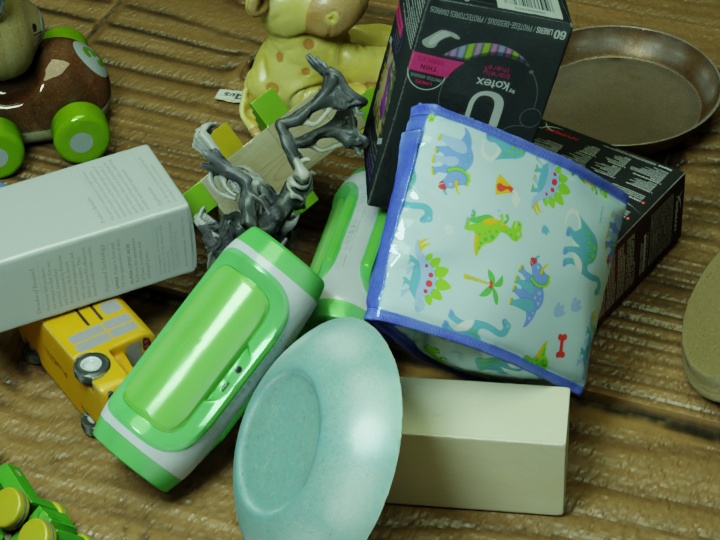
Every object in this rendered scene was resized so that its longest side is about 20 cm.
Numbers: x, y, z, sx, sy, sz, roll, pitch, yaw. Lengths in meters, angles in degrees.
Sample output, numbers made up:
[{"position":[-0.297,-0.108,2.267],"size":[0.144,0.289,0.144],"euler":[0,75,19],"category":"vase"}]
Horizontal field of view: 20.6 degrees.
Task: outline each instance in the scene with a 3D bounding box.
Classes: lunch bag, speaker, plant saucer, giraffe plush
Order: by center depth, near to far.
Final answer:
[{"position":[-0.044,0.127,1.420],"size":[0.038,0.202,0.202],"euler":[17,28,-32],"category":"plant saucer"},{"position":[0.090,-0.013,1.498],"size":[0.127,0.199,0.172],"euler":[1,72,44],"category":"lunch bag"},{"position":[-0.115,0.067,1.511],"size":[0.088,0.088,0.201],"euler":[34,84,37],"category":"speaker"},{"position":[0.000,0.000,1.636],"size":[0.087,0.089,0.201],"euler":[6,41,11],"category":"speaker"},{"position":[-0.045,-0.231,1.867],"size":[0.198,0.163,0.173],"euler":[-4,40,-2],"category":"giraffe plush"},{"position":[0.241,-0.165,1.871],"size":[0.198,0.035,0.201],"euler":[-2,40,2],"category":"plant saucer"}]

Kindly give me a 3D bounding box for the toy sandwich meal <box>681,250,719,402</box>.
[{"position":[0.342,0.031,1.561],"size":[0.205,0.070,0.206],"euler":[-40,29,27],"category":"toy sandwich meal"}]

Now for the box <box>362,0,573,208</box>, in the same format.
[{"position":[0.082,-0.150,1.597],"size":[0.121,0.201,0.107],"euler":[9,36,-10],"category":"box"}]

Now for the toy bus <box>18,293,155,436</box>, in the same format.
[{"position":[-0.226,0.055,1.615],"size":[0.078,0.066,0.200],"euler":[-23,43,-25],"category":"toy bus"}]

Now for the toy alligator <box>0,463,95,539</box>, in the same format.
[{"position":[-0.254,0.187,1.470],"size":[0.200,0.059,0.054],"euler":[39,95,39],"category":"toy alligator"}]

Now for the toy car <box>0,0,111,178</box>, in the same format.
[{"position":[-0.319,-0.218,1.843],"size":[0.156,0.201,0.165],"euler":[-11,40,-9],"category":"toy car"}]

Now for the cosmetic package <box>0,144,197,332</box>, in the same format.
[{"position":[-0.242,-0.024,1.605],"size":[0.198,0.075,0.102],"euler":[-18,41,-18],"category":"cosmetic package"}]

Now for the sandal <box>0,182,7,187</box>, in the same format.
[{"position":[-0.362,-0.011,1.698],"size":[0.086,0.080,0.200],"euler":[14,41,25],"category":"sandal"}]

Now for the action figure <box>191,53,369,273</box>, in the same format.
[{"position":[-0.080,-0.073,1.602],"size":[0.102,0.119,0.200],"euler":[34,77,21],"category":"action figure"}]

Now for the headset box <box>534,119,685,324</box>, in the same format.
[{"position":[0.162,-0.029,1.679],"size":[0.148,0.078,0.200],"euler":[22,47,28],"category":"headset box"}]

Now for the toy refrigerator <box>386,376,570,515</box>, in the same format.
[{"position":[0.058,0.128,1.498],"size":[0.198,0.076,0.070],"euler":[3,40,8],"category":"toy refrigerator"}]

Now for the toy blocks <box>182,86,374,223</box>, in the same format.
[{"position":[-0.082,-0.092,1.741],"size":[0.199,0.137,0.100],"euler":[-39,94,-17],"category":"toy blocks"}]
